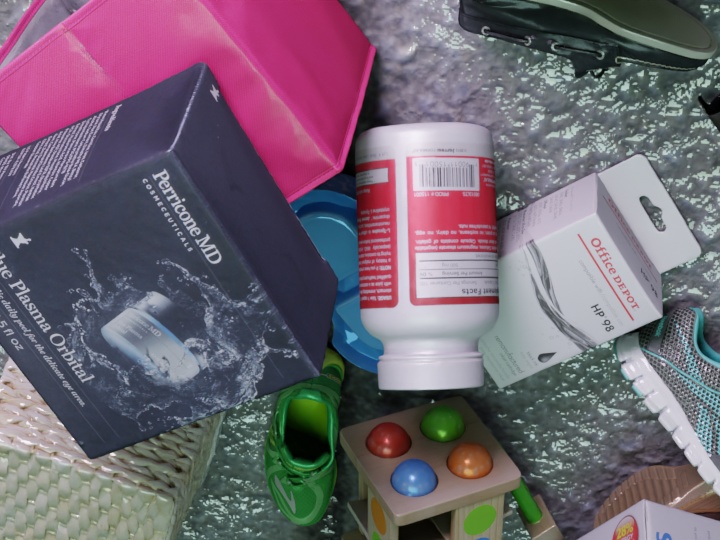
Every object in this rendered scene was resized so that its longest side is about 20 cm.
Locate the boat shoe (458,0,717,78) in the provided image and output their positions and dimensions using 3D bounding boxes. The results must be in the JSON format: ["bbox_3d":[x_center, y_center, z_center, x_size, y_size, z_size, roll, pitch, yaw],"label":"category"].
[{"bbox_3d":[0.164,-0.178,1.100,0.196,0.075,0.067,15,127,0],"label":"boat shoe"}]

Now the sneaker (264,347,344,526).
[{"bbox_3d":[-0.057,0.164,1.359,0.073,0.084,0.202,8,125,4],"label":"sneaker"}]

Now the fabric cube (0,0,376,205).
[{"bbox_3d":[-0.132,-0.150,1.098,0.199,0.197,0.200,-30,116,25],"label":"fabric cube"}]

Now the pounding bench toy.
[{"bbox_3d":[0.094,0.201,1.330,0.197,0.124,0.158,-14,125,-20],"label":"pounding bench toy"}]

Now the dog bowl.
[{"bbox_3d":[0.000,0.000,1.259,0.111,0.050,0.201,-28,114,28],"label":"dog bowl"}]

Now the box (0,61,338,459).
[{"bbox_3d":[-0.148,-0.002,1.012,0.198,0.118,0.198,-21,120,20],"label":"box"}]

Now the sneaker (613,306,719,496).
[{"bbox_3d":[0.304,0.117,1.241,0.091,0.077,0.201,-40,84,18],"label":"sneaker"}]

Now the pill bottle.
[{"bbox_3d":[0.053,-0.009,1.155,0.110,0.112,0.203,-2,88,11],"label":"pill bottle"}]

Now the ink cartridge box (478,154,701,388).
[{"bbox_3d":[0.172,0.002,1.221,0.198,0.067,0.116,-27,114,25],"label":"ink cartridge box"}]

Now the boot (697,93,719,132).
[{"bbox_3d":[0.369,-0.117,1.107,0.199,0.078,0.139,-31,108,25],"label":"boot"}]

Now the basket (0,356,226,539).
[{"bbox_3d":[-0.234,0.162,1.319,0.196,0.162,0.201,19,137,-2],"label":"basket"}]

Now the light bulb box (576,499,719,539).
[{"bbox_3d":[0.285,0.314,1.312,0.197,0.126,0.198,17,147,-17],"label":"light bulb box"}]

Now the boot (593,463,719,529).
[{"bbox_3d":[0.334,0.242,1.349,0.199,0.073,0.166,-31,115,29],"label":"boot"}]
